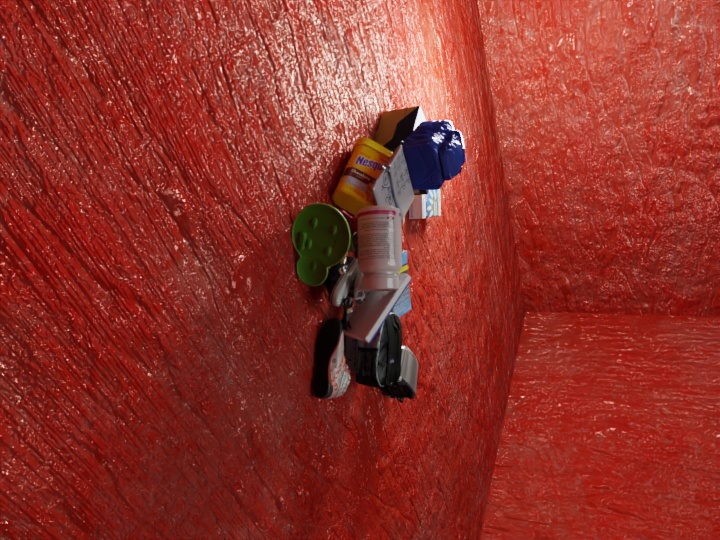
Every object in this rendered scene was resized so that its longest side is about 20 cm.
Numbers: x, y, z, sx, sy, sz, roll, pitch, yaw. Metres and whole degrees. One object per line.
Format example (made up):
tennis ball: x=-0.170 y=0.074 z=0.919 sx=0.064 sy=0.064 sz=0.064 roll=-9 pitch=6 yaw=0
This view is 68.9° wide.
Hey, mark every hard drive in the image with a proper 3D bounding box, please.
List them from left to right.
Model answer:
hard drive: x=0.041 y=0.092 z=1.374 sx=0.025 sy=0.131 sz=0.201 roll=42 pitch=73 yaw=-24

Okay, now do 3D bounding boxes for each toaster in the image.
toaster: x=0.120 y=0.324 z=1.667 sx=0.200 sy=0.112 sz=0.130 roll=53 pitch=43 yaw=-46

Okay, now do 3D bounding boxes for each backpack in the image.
backpack: x=0.044 y=0.214 z=1.480 sx=0.177 sy=0.149 sz=0.203 roll=8 pitch=90 yaw=-65
backpack: x=0.225 y=-0.343 z=1.542 sx=0.201 sy=0.166 sz=0.164 roll=-59 pitch=146 yaw=-46

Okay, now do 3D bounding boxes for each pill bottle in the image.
pill bottle: x=0.048 y=-0.052 z=1.312 sx=0.113 sy=0.112 sz=0.203 roll=11 pitch=77 yaw=-62

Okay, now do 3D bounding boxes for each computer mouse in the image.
computer mouse: x=-0.004 y=0.053 z=1.378 sx=0.110 sy=0.043 sz=0.201 roll=91 pitch=25 yaw=-51

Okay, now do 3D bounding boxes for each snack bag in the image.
snack bag: x=0.092 y=-0.210 z=1.435 sx=0.201 sy=0.021 sz=0.190 roll=-58 pitch=143 yaw=-38

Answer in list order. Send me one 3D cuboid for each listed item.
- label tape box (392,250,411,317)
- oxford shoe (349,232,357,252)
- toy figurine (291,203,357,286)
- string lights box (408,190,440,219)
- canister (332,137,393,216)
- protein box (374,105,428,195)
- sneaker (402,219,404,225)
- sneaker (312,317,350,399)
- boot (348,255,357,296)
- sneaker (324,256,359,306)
label tape box: x=0.104 y=0.046 z=1.691 sx=0.144 sy=0.063 sz=0.203 roll=-22 pitch=109 yaw=-60
oxford shoe: x=0.032 y=-0.112 z=1.543 sx=0.200 sy=0.074 sz=0.071 roll=-55 pitch=134 yaw=-49
toy figurine: x=-0.073 y=-0.076 z=1.312 sx=0.184 sy=0.148 sz=0.202 roll=-35 pitch=142 yaw=-68
string lights box: x=0.240 y=-0.249 z=1.964 sx=0.199 sy=0.058 sz=0.104 roll=-19 pitch=107 yaw=-61
canister: x=0.018 y=-0.250 z=1.454 sx=0.147 sy=0.087 sz=0.202 roll=28 pitch=59 yaw=-10
protein box: x=0.146 y=-0.381 z=1.703 sx=0.200 sy=0.133 sz=0.201 roll=52 pitch=45 yaw=-49
sneaker: x=0.093 y=-0.212 z=1.668 sx=0.082 sy=0.076 sz=0.202 roll=-43 pitch=126 yaw=-47
sneaker: x=-0.066 y=0.230 z=1.361 sx=0.108 sy=0.066 sz=0.204 roll=25 pitch=71 yaw=-61
boot: x=0.000 y=0.000 z=1.506 sx=0.199 sy=0.077 sz=0.140 roll=-16 pitch=92 yaw=-64
sneaker: x=-0.061 y=0.024 z=1.346 sx=0.200 sy=0.078 sz=0.079 roll=-58 pitch=161 yaw=-61
